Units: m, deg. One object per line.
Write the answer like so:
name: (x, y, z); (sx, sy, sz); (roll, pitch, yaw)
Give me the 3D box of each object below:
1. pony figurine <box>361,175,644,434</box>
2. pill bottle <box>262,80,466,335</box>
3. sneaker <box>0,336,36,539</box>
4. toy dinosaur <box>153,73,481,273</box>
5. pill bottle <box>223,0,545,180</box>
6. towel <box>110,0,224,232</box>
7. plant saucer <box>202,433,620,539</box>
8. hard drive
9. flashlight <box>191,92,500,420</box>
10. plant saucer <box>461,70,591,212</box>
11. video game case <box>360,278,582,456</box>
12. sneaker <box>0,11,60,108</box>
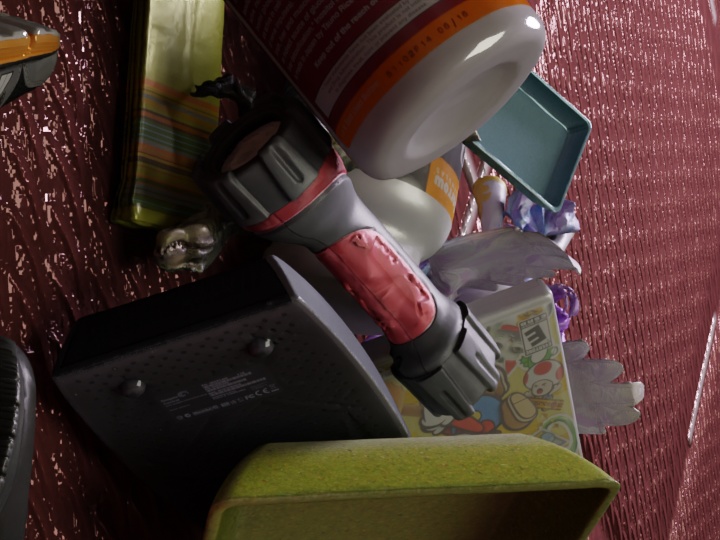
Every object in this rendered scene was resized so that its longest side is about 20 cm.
pony figurine: (0.078, 0.021, 1.023); (0.167, 0.193, 0.200); (63, 32, -28)
pill bottle: (0.005, -0.071, 0.940); (0.116, 0.116, 0.200); (45, 51, -57)
sneaker: (-0.171, 0.125, 0.648); (0.091, 0.076, 0.200); (40, 62, -70)
toy dinosaur: (-0.035, -0.070, 0.842); (0.200, 0.047, 0.088); (-27, 106, -20)
pill bottle: (-0.012, -0.152, 0.772); (0.200, 0.113, 0.113); (52, 24, 12)
towel: (-0.098, -0.118, 0.840); (0.086, 0.018, 0.200); (15, 77, -67)
plant saucer: (0.008, 0.141, 0.822); (0.200, 0.199, 0.048); (108, -23, -52)
hard drive: (-0.054, 0.068, 0.795); (0.200, 0.135, 0.042); (57, 18, -53)
flashlight: (0.000, 0.000, 0.813); (0.068, 0.068, 0.200); (-49, 119, -15)
plant saucer: (0.050, -0.114, 0.899); (0.200, 0.019, 0.070); (37, 60, -23)
video game case: (0.034, 0.114, 0.942); (0.023, 0.200, 0.182); (-122, -166, -55)
sneaker: (-0.186, -0.056, 0.601); (0.200, 0.078, 0.077); (-36, 136, -55)
